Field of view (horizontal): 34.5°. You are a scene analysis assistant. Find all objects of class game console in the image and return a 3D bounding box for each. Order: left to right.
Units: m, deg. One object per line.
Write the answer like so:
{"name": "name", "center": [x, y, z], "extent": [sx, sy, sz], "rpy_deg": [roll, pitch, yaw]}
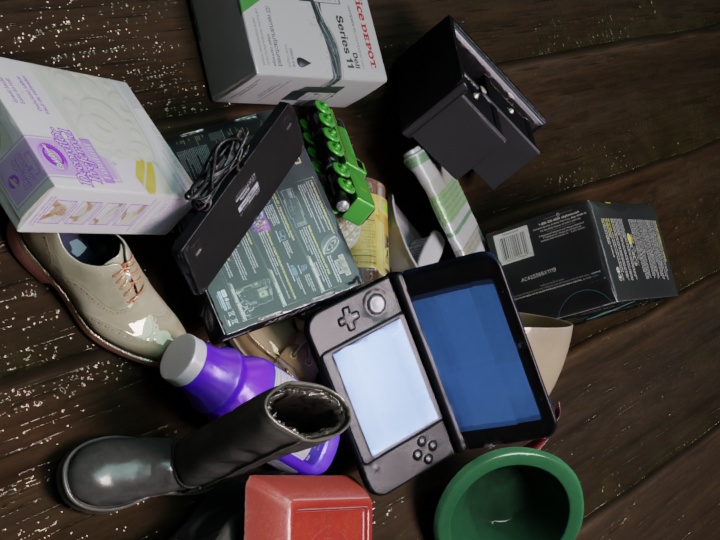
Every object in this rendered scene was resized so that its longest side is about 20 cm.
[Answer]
{"name": "game console", "center": [0.068, 0.103, 1.125], "extent": [0.170, 0.118, 0.200], "rpy_deg": [-26, 101, -27]}

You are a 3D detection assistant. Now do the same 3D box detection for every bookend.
{"name": "bookend", "center": [0.142, -0.174, 1.392], "extent": [0.199, 0.092, 0.200], "rpy_deg": [42, 24, -24]}

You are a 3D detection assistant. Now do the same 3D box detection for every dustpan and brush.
{"name": "dustpan and brush", "center": [0.068, -0.001, 1.295], "extent": [0.140, 0.057, 0.200], "rpy_deg": [50, 32, -16]}

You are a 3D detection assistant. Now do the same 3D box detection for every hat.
{"name": "hat", "center": [0.154, 0.247, 1.340], "extent": [0.199, 0.176, 0.166], "rpy_deg": [11, 104, -18]}

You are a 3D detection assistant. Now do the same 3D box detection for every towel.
{"name": "towel", "center": [0.109, -0.058, 1.379], "extent": [0.200, 0.031, 0.149], "rpy_deg": [65, 18, -6]}

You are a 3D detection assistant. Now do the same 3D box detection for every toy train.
{"name": "toy train", "center": [-0.024, -0.118, 1.245], "extent": [0.056, 0.042, 0.200], "rpy_deg": [27, 27, -28]}

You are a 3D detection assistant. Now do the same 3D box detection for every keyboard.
{"name": "keyboard", "center": [-0.121, -0.082, 1.074], "extent": [0.200, 0.040, 0.104], "rpy_deg": [-59, 155, -30]}

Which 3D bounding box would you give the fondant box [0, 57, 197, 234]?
{"name": "fondant box", "center": [-0.245, -0.104, 1.001], "extent": [0.144, 0.058, 0.200], "rpy_deg": [55, 23, 15]}

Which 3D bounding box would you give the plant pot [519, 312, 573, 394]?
{"name": "plant pot", "center": [0.124, 0.114, 1.266], "extent": [0.200, 0.200, 0.135], "rpy_deg": [2, 95, -43]}

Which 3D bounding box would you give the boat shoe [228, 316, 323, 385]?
{"name": "boat shoe", "center": [-0.051, 0.085, 1.175], "extent": [0.200, 0.069, 0.074], "rpy_deg": [39, 51, -26]}

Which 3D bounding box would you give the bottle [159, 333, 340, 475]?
{"name": "bottle", "center": [-0.102, 0.125, 1.096], "extent": [0.200, 0.065, 0.084], "rpy_deg": [37, 54, -38]}

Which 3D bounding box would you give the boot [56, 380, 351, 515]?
{"name": "boot", "center": [-0.133, 0.150, 0.977], "extent": [0.182, 0.200, 0.073], "rpy_deg": [-4, 77, -44]}

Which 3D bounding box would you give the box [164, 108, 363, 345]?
{"name": "box", "center": [-0.108, -0.047, 1.134], "extent": [0.160, 0.044, 0.200], "rpy_deg": [-21, 82, -29]}

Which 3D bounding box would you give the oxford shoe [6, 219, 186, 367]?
{"name": "oxford shoe", "center": [-0.223, 0.014, 1.035], "extent": [0.200, 0.074, 0.071], "rpy_deg": [43, 49, -23]}

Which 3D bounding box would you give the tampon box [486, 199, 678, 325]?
{"name": "tampon box", "center": [0.279, -0.006, 1.448], "extent": [0.200, 0.150, 0.127], "rpy_deg": [-1, 75, -55]}

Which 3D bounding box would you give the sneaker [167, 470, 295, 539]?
{"name": "sneaker", "center": [-0.111, 0.264, 1.051], "extent": [0.199, 0.076, 0.115], "rpy_deg": [-44, 127, -59]}

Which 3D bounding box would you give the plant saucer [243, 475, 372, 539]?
{"name": "plant saucer", "center": [-0.040, 0.289, 1.064], "extent": [0.200, 0.037, 0.200], "rpy_deg": [18, 70, -60]}

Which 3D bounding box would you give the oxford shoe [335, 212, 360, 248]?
{"name": "oxford shoe", "center": [-0.098, -0.048, 1.198], "extent": [0.199, 0.058, 0.075], "rpy_deg": [8, 74, -26]}

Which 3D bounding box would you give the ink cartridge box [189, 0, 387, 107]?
{"name": "ink cartridge box", "center": [-0.078, -0.263, 1.276], "extent": [0.200, 0.083, 0.147], "rpy_deg": [-7, 79, -46]}

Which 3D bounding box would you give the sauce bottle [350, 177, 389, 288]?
{"name": "sauce bottle", "center": [0.000, 0.000, 1.264], "extent": [0.065, 0.065, 0.201], "rpy_deg": [15, 66, -39]}
